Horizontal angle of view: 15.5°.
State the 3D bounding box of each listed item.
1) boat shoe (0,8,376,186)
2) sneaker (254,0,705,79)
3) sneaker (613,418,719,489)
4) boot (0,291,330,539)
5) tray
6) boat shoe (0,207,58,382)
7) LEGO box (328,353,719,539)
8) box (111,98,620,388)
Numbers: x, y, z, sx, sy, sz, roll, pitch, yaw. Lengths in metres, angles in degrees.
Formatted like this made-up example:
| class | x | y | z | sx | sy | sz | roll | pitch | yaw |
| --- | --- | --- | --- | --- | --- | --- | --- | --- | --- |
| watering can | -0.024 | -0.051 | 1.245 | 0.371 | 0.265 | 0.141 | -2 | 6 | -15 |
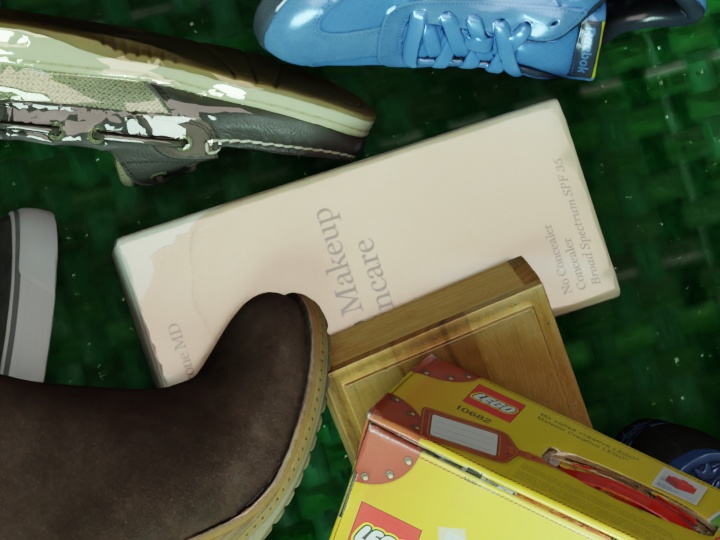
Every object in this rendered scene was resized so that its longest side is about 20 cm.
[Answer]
| class | x | y | z | sx | sy | sz | roll | pitch | yaw |
| --- | --- | --- | --- | --- | --- | --- | --- | --- | --- |
| boat shoe | -0.095 | -0.069 | 1.153 | 0.200 | 0.073 | 0.065 | 12 | 103 | -7 |
| sneaker | 0.056 | -0.115 | 1.141 | 0.200 | 0.066 | 0.078 | -15 | 65 | -18 |
| sneaker | 0.175 | 0.146 | 1.167 | 0.070 | 0.078 | 0.200 | -33 | 112 | -7 |
| boot | -0.111 | 0.062 | 1.025 | 0.166 | 0.072 | 0.200 | 34 | 68 | -22 |
| tray | 0.058 | 0.103 | 1.127 | 0.099 | 0.037 | 0.200 | -23 | 114 | -4 |
| boat shoe | -0.163 | 0.054 | 1.100 | 0.057 | 0.069 | 0.200 | 11 | 53 | -10 |
| LEGO box | 0.081 | 0.147 | 1.038 | 0.200 | 0.077 | 0.149 | 25 | 115 | 13 |
| box | 0.000 | 0.000 | 1.148 | 0.200 | 0.078 | 0.095 | -19 | 90 | -7 |
